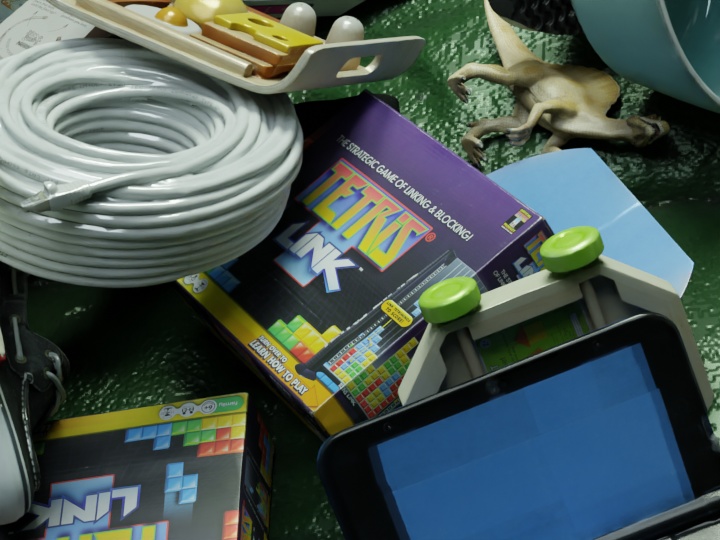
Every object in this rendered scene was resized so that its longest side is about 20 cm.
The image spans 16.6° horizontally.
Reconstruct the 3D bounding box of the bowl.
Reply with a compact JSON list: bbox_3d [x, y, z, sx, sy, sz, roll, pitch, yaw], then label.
[{"bbox_3d":[0.195,-0.184,1.457,0.105,0.201,0.201,0,48,45],"label":"bowl"}]

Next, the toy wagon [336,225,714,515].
[{"bbox_3d":[0.080,0.072,1.285,0.199,0.156,0.040,-22,19,1],"label":"toy wagon"}]

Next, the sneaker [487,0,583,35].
[{"bbox_3d":[0.135,-0.204,1.546,0.200,0.071,0.093,-30,30,-34],"label":"sneaker"}]

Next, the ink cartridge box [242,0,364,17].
[{"bbox_3d":[-0.067,-0.214,1.607,0.199,0.037,0.095,-5,72,-22],"label":"ink cartridge box"}]

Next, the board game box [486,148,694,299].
[{"bbox_3d":[0.101,0.018,1.397,0.158,0.039,0.200,-34,39,-1],"label":"board game box"}]

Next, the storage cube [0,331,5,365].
[{"bbox_3d":[-0.322,0.013,1.331,0.180,0.171,0.200,-41,36,15],"label":"storage cube"}]

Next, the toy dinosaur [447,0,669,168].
[{"bbox_3d":[0.106,-0.110,1.512,0.101,0.058,0.200,-24,46,-23],"label":"toy dinosaur"}]

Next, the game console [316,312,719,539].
[{"bbox_3d":[0.100,0.146,1.233,0.199,0.118,0.171,-22,46,1],"label":"game console"}]

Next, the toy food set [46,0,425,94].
[{"bbox_3d":[-0.077,-0.161,1.454,0.200,0.061,0.143,24,18,23],"label":"toy food set"}]

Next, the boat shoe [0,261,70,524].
[{"bbox_3d":[-0.197,0.056,1.378,0.071,0.072,0.200,-6,46,-16],"label":"boat shoe"}]

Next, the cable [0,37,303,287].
[{"bbox_3d":[-0.132,-0.064,1.384,0.199,0.069,0.200,-3,31,-16],"label":"cable"}]

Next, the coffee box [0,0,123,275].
[{"bbox_3d":[-0.213,-0.080,1.545,0.080,0.113,0.200,31,66,37],"label":"coffee box"}]

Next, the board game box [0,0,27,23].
[{"bbox_3d":[-0.292,-0.283,1.692,0.043,0.199,0.200,-29,47,-10],"label":"board game box"}]

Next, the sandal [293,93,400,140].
[{"bbox_3d":[-0.076,-0.092,1.532,0.199,0.075,0.045,-13,82,0],"label":"sandal"}]

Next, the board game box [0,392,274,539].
[{"bbox_3d":[-0.152,0.159,1.354,0.199,0.057,0.166,-10,47,12],"label":"board game box"}]

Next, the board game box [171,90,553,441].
[{"bbox_3d":[0.000,0.000,1.395,0.165,0.057,0.200,-42,39,-7],"label":"board game box"}]
